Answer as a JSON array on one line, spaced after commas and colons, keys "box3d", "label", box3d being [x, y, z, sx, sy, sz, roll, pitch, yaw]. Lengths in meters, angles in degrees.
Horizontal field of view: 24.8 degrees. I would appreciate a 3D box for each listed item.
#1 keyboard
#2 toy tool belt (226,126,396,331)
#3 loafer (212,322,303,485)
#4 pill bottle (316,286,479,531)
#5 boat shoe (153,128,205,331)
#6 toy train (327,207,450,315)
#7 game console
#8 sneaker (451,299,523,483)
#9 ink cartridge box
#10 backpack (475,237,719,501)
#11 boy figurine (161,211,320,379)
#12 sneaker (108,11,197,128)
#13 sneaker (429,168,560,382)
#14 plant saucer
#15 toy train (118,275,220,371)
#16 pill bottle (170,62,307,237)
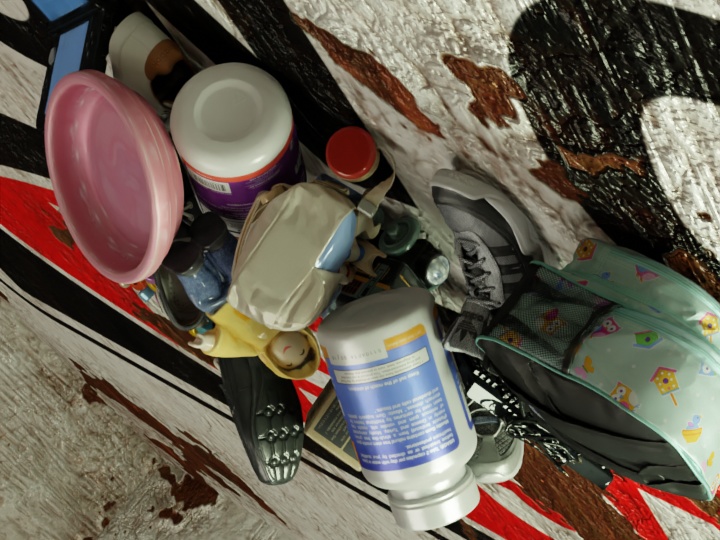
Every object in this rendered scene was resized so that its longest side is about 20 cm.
[{"box3d": [0.168, 0.132, 1.480, 0.199, 0.040, 0.104, 34, -159, -30], "label": "keyboard"}, {"box3d": [-0.036, -0.037, 1.498, 0.124, 0.201, 0.123, 33, -174, 14], "label": "toy tool belt"}, {"box3d": [-0.106, 0.118, 1.658, 0.070, 0.068, 0.202, -20, 80, 49], "label": "loafer"}, {"box3d": [0.040, 0.126, 1.474, 0.112, 0.111, 0.202, 8, 118, 60], "label": "pill bottle"}, {"box3d": [-0.183, -0.038, 1.625, 0.060, 0.073, 0.202, -113, 20, -70], "label": "boat shoe"}, {"box3d": [0.000, 0.000, 1.597, 0.199, 0.114, 0.085, 18, 155, 49], "label": "toy train"}, {"box3d": [-0.327, -0.242, 1.648, 0.116, 0.178, 0.200, 13, 175, -24], "label": "game console"}, {"box3d": [0.111, 0.109, 1.563, 0.074, 0.201, 0.082, -8, 142, 3], "label": "sneaker"}, {"box3d": [0.016, 0.112, 1.699, 0.075, 0.165, 0.200, 35, 180, 0], "label": "ink cartridge box"}, {"box3d": [0.216, 0.081, 1.280, 0.200, 0.153, 0.176, 36, 170, 43], "label": "backpack"}, {"box3d": [-0.110, 0.039, 1.574, 0.200, 0.124, 0.064, 53, 169, -34], "label": "boy figurine"}, {"box3d": [-0.199, -0.170, 1.631, 0.084, 0.073, 0.200, 36, 163, 14], "label": "sneaker"}, {"box3d": [0.105, 0.011, 1.399, 0.075, 0.114, 0.200, 14, 152, 53], "label": "sneaker"}, {"box3d": [-0.225, -0.090, 1.527, 0.200, 0.051, 0.202, 30, 129, 44], "label": "plant saucer"}, {"box3d": [-0.185, 0.031, 1.757, 0.200, 0.056, 0.150, 43, 165, -4], "label": "toy train"}, {"box3d": [-0.110, -0.104, 1.553, 0.112, 0.113, 0.200, 33, 164, 16], "label": "pill bottle"}]
